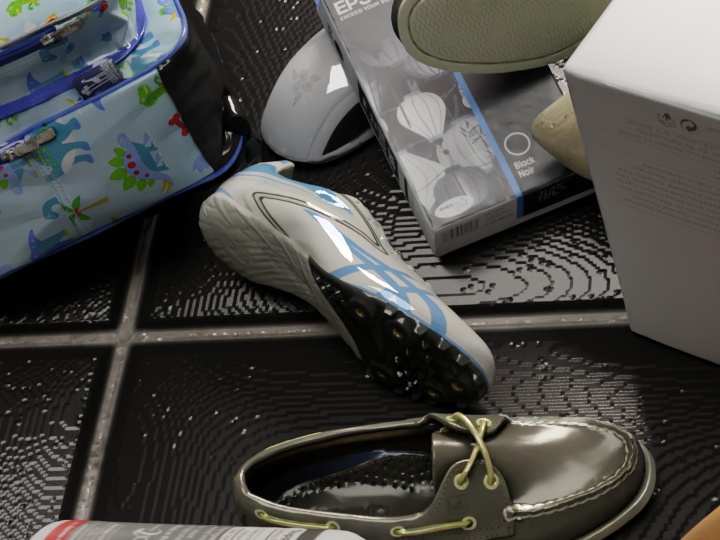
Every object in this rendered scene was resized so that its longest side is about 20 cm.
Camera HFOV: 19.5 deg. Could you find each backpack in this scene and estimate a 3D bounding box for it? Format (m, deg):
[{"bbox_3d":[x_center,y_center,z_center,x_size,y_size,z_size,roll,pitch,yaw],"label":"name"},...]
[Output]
[{"bbox_3d":[-0.183,-0.099,1.166,0.200,0.147,0.183,-30,32,3],"label":"backpack"}]

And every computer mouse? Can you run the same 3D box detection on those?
[{"bbox_3d":[0.024,-0.136,1.206,0.200,0.044,0.110,-39,53,-15],"label":"computer mouse"}]

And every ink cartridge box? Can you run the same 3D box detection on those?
[{"bbox_3d":[0.045,-0.113,1.148,0.099,0.039,0.200,-23,65,-6],"label":"ink cartridge box"}]

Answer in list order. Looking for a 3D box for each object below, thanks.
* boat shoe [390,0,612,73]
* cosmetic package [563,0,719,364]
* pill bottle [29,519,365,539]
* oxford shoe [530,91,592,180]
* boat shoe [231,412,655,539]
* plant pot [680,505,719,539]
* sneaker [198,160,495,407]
[{"bbox_3d":[0.102,-0.158,1.125,0.200,0.072,0.068,-22,31,-19],"label":"boat shoe"},{"bbox_3d":[0.211,-0.082,1.003,0.123,0.200,0.199,20,60,32],"label":"cosmetic package"},{"bbox_3d":[-0.051,0.171,0.938,0.200,0.114,0.114,0,53,17],"label":"pill bottle"},{"bbox_3d":[0.165,-0.116,1.109,0.074,0.071,0.200,27,47,24],"label":"oxford shoe"},{"bbox_3d":[0.039,0.103,0.999,0.202,0.060,0.072,-10,50,9],"label":"boat shoe"},{"bbox_3d":[0.209,0.155,0.835,0.200,0.200,0.140,-33,68,-10],"label":"plant pot"},{"bbox_3d":[0.000,0.000,1.090,0.072,0.072,0.200,-38,54,-24],"label":"sneaker"}]
